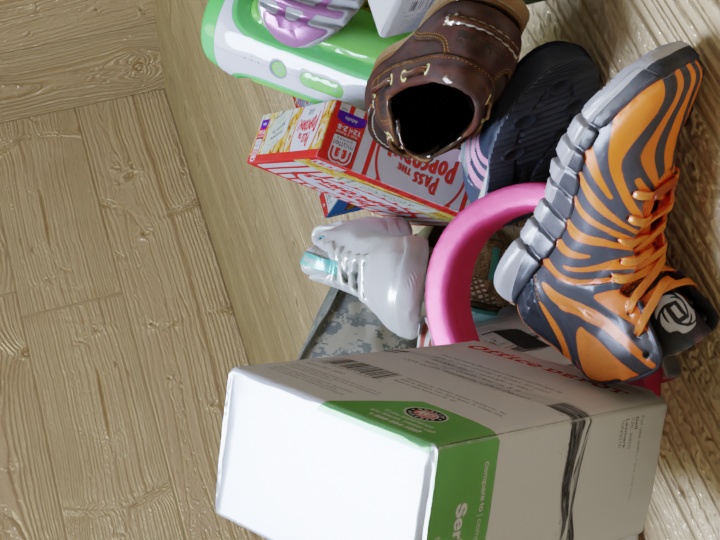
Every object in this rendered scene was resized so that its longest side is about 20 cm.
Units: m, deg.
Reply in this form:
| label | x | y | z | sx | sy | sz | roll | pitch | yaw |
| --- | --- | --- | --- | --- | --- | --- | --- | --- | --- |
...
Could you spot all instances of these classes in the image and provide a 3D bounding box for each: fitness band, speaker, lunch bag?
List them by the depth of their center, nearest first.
| label | x | y | z | sx | sy | sz | roll | pitch | yaw |
| --- | --- | --- | --- | --- | --- | --- | --- | --- | --- |
| fitness band | 0.110 | 0.043 | 0.813 | 0.144 | 0.037 | 0.200 | -33 | 66 | 35 |
| speaker | -0.020 | -0.165 | 1.030 | 0.200 | 0.088 | 0.089 | 22 | 142 | 20 |
| lunch bag | -0.007 | 0.103 | 1.268 | 0.200 | 0.117 | 0.164 | -63 | -5 | -22 |

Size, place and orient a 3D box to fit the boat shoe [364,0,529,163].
| label | x | y | z | sx | sy | sz | roll | pitch | yaw |
| --- | --- | --- | --- | --- | --- | --- | --- | --- | --- |
| boat shoe | 0.039 | -0.101 | 0.799 | 0.200 | 0.070 | 0.070 | 127 | 162 | -73 |

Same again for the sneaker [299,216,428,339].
| label | x | y | z | sx | sy | sz | roll | pitch | yaw |
| --- | --- | --- | --- | --- | --- | --- | --- | --- | --- |
| sneaker | 0.000 | 0.000 | 1.000 | 0.200 | 0.088 | 0.075 | -120 | 38 | -77 |

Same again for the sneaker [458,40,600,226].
| label | x | y | z | sx | sy | sz | roll | pitch | yaw |
| --- | --- | --- | --- | --- | --- | --- | --- | --- | --- |
| sneaker | 0.094 | -0.100 | 0.849 | 0.200 | 0.070 | 0.082 | 106 | 147 | -65 |

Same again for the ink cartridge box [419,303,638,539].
| label | x | y | z | sx | sy | sz | roll | pitch | yaw |
| --- | --- | --- | --- | --- | --- | --- | --- | --- | --- |
| ink cartridge box | 0.116 | 0.116 | 0.967 | 0.200 | 0.084 | 0.145 | -144 | 42 | -74 |

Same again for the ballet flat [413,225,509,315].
| label | x | y | z | sx | sy | sz | roll | pitch | yaw |
| --- | --- | --- | --- | --- | --- | --- | --- | --- | --- |
| ballet flat | 0.080 | -0.012 | 1.086 | 0.200 | 0.070 | 0.065 | -149 | 74 | -71 |

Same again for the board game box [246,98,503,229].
| label | x | y | z | sx | sy | sz | roll | pitch | yaw |
| --- | --- | --- | --- | --- | --- | --- | --- | --- | --- |
| board game box | 0.011 | -0.079 | 1.028 | 0.046 | 0.151 | 0.200 | -71 | 18 | -3 |

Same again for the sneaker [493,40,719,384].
| label | x | y | z | sx | sy | sz | roll | pitch | yaw |
| --- | --- | --- | --- | --- | --- | --- | --- | --- | --- |
| sneaker | 0.150 | -0.018 | 0.697 | 0.112 | 0.078 | 0.200 | 49 | 145 | 23 |

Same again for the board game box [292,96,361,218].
| label | x | y | z | sx | sy | sz | roll | pitch | yaw |
| --- | --- | --- | --- | --- | --- | --- | --- | --- | --- |
| board game box | -0.023 | -0.171 | 1.381 | 0.200 | 0.056 | 0.196 | 133 | 123 | -77 |

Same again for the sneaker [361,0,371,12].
| label | x | y | z | sx | sy | sz | roll | pitch | yaw |
| --- | --- | --- | --- | --- | --- | --- | --- | --- | --- |
| sneaker | 0.020 | -0.190 | 1.112 | 0.082 | 0.074 | 0.200 | -75 | -33 | -78 |

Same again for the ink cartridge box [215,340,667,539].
| label | x | y | z | sx | sy | sz | roll | pitch | yaw |
| --- | --- | --- | --- | --- | --- | --- | --- | --- | --- |
| ink cartridge box | 0.047 | 0.098 | 0.715 | 0.146 | 0.200 | 0.085 | 16 | 102 | 43 |

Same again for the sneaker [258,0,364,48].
| label | x | y | z | sx | sy | sz | roll | pitch | yaw |
| --- | --- | --- | --- | --- | --- | --- | --- | --- | --- |
| sneaker | -0.007 | -0.253 | 0.983 | 0.088 | 0.080 | 0.200 | -14 | -51 | -84 |

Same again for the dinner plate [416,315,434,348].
| label | x | y | z | sx | sy | sz | roll | pitch | yaw |
| --- | --- | --- | --- | --- | --- | --- | --- | --- | --- |
| dinner plate | 0.053 | 0.132 | 0.927 | 0.200 | 0.024 | 0.201 | -179 | 90 | -89 |

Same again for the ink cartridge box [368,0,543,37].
| label | x | y | z | sx | sy | sz | roll | pitch | yaw |
| --- | --- | --- | --- | --- | --- | --- | --- | --- | --- |
| ink cartridge box | 0.070 | -0.200 | 0.722 | 0.200 | 0.117 | 0.067 | 132 | 123 | -77 |
